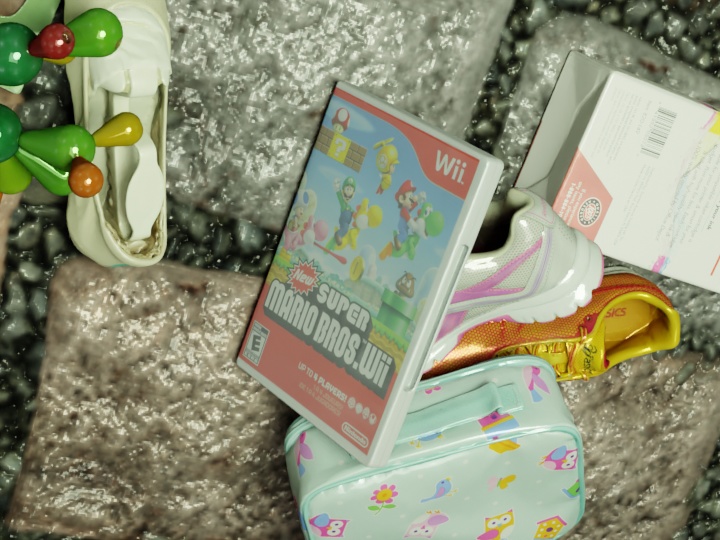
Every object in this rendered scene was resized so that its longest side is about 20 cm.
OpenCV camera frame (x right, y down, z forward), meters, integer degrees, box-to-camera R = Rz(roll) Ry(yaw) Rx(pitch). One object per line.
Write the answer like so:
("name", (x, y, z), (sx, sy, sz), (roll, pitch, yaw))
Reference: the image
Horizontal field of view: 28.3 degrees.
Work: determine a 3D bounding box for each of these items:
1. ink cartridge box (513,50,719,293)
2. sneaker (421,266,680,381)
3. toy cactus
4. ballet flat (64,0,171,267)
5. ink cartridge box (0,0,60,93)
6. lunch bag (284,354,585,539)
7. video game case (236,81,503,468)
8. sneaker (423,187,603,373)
("ink cartridge box", (0.216, -0.060, 0.982), (0.199, 0.068, 0.117), (17, 103, -23))
("sneaker", (0.126, 0.046, 0.985), (0.199, 0.077, 0.073), (-19, 117, -11))
("toy cactus", (-0.222, -0.078, 0.778), (0.200, 0.103, 0.165), (-38, 127, 24))
("ballet flat", (-0.136, -0.094, 0.839), (0.069, 0.069, 0.201), (-4, 112, -19))
("ink cartridge box", (-0.248, -0.193, 0.773), (0.199, 0.048, 0.146), (23, 101, -24))
("lunch bag", (0.053, 0.134, 0.955), (0.199, 0.077, 0.161), (-16, 137, -3))
("video game case", (0.000, 0.000, 0.886), (0.017, 0.143, 0.201), (8, 108, -46))
("sneaker", (0.048, 0.001, 0.910), (0.199, 0.082, 0.088), (-24, 127, 16))
